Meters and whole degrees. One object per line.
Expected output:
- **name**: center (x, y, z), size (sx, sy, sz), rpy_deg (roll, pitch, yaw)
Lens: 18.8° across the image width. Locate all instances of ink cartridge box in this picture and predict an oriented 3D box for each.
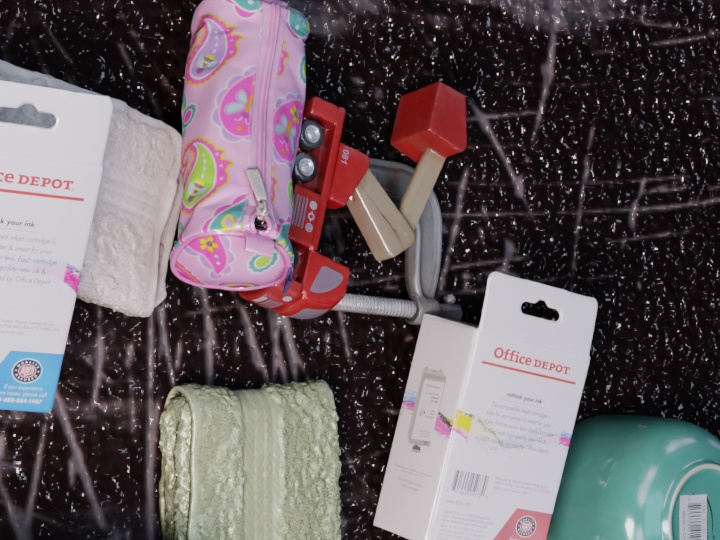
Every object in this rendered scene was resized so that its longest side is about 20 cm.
- **ink cartridge box**: center (0.093, 0.103, 1.585), size (0.116, 0.067, 0.201), rpy_deg (15, 89, -37)
- **ink cartridge box**: center (-0.229, -0.022, 1.310), size (0.115, 0.068, 0.201), rpy_deg (7, 103, -33)

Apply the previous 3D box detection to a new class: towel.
- **towel**: center (-0.071, 0.176, 1.490), size (0.148, 0.036, 0.201), rpy_deg (0, 89, -39)
- **towel**: center (-0.200, -0.054, 1.397), size (0.200, 0.034, 0.133), rpy_deg (18, 77, -36)

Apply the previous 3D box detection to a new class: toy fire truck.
- **toy fire truck**: center (-0.003, -0.051, 1.517), size (0.141, 0.049, 0.201), rpy_deg (23, 67, -32)

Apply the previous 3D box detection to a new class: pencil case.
- **pencil case**: center (-0.077, -0.084, 1.431), size (0.087, 0.087, 0.201), rpy_deg (25, 55, -35)

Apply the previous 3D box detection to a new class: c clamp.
- **c clamp**: center (0.000, 0.000, 1.556), size (0.199, 0.027, 0.172), rpy_deg (14, 80, -37)

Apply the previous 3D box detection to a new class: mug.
- **mug**: center (0.235, 0.200, 1.680), size (0.185, 0.114, 0.152), rpy_deg (50, 61, -25)
